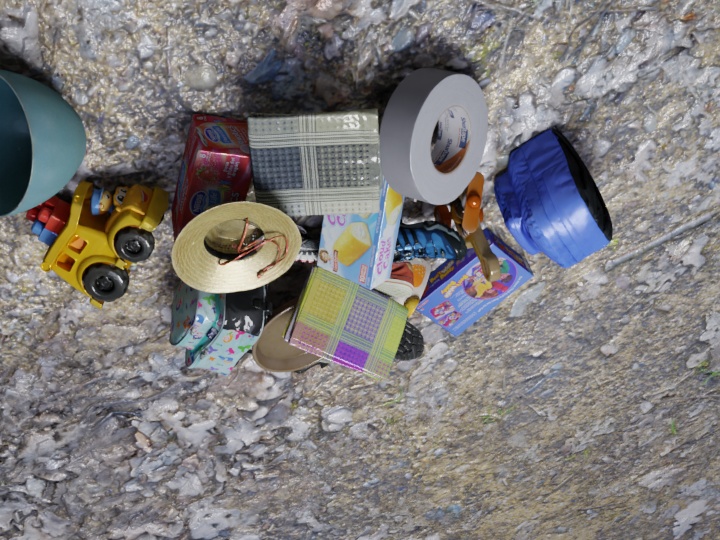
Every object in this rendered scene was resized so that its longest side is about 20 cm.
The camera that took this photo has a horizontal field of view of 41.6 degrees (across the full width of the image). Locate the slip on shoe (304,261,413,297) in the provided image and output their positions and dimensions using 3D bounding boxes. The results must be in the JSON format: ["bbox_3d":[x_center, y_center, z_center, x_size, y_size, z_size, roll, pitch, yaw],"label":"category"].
[{"bbox_3d":[0.000,0.000,1.655,0.197,0.062,0.074,9,159,14],"label":"slip on shoe"}]

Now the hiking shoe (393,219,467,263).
[{"bbox_3d":[0.085,-0.039,1.605,0.198,0.087,0.075,15,146,31],"label":"hiking shoe"}]

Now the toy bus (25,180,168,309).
[{"bbox_3d":[-0.422,-0.072,1.494,0.191,0.136,0.200,33,116,-18],"label":"toy bus"}]

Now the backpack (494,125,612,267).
[{"bbox_3d":[0.328,-0.101,1.600,0.167,0.201,0.162,-36,132,19],"label":"backpack"}]

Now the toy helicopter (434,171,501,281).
[{"bbox_3d":[0.194,-0.072,1.591,0.078,0.201,0.133,-12,145,-13],"label":"toy helicopter"}]

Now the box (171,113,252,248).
[{"bbox_3d":[-0.234,-0.132,1.492,0.094,0.100,0.201,5,131,-21],"label":"box"}]

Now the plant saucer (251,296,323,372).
[{"bbox_3d":[-0.103,0.108,1.688,0.198,0.030,0.201,-20,145,-14],"label":"plant saucer"}]

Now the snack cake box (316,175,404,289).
[{"bbox_3d":[0.002,-0.087,1.547,0.067,0.114,0.202,-29,134,-53],"label":"snack cake box"}]

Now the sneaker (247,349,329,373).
[{"bbox_3d":[-0.134,0.154,1.800,0.197,0.074,0.088,1,126,-22],"label":"sneaker"}]

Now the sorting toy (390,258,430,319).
[{"bbox_3d":[0.001,0.042,1.737,0.179,0.107,0.201,29,122,-12],"label":"sorting toy"}]

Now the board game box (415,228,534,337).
[{"bbox_3d":[0.208,0.026,1.794,0.200,0.045,0.134,-40,129,21],"label":"board game box"}]

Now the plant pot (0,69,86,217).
[{"bbox_3d":[-0.470,-0.183,1.343,0.134,0.200,0.201,-16,149,-54],"label":"plant pot"}]

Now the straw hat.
[{"bbox_3d":[-0.195,-0.059,1.442,0.199,0.086,0.202,-13,139,-11],"label":"straw hat"}]

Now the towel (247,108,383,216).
[{"bbox_3d":[-0.064,-0.160,1.415,0.197,0.035,0.194,-2,133,0],"label":"towel"}]

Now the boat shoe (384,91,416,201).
[{"bbox_3d":[0.070,-0.203,1.539,0.056,0.067,0.202,4,128,8],"label":"boat shoe"}]

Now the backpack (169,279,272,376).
[{"bbox_3d":[-0.248,0.079,1.633,0.149,0.179,0.201,11,139,-20],"label":"backpack"}]

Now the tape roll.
[{"bbox_3d":[0.115,-0.206,1.462,0.199,0.066,0.203,-23,122,-43],"label":"tape roll"}]

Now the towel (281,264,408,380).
[{"bbox_3d":[-0.022,0.089,1.615,0.198,0.023,0.145,23,79,-17],"label":"towel"}]

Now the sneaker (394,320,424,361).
[{"bbox_3d":[0.014,0.122,1.690,0.198,0.077,0.087,9,166,-20],"label":"sneaker"}]

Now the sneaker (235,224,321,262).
[{"bbox_3d":[-0.127,-0.058,1.610,0.198,0.080,0.076,6,100,-30],"label":"sneaker"}]
